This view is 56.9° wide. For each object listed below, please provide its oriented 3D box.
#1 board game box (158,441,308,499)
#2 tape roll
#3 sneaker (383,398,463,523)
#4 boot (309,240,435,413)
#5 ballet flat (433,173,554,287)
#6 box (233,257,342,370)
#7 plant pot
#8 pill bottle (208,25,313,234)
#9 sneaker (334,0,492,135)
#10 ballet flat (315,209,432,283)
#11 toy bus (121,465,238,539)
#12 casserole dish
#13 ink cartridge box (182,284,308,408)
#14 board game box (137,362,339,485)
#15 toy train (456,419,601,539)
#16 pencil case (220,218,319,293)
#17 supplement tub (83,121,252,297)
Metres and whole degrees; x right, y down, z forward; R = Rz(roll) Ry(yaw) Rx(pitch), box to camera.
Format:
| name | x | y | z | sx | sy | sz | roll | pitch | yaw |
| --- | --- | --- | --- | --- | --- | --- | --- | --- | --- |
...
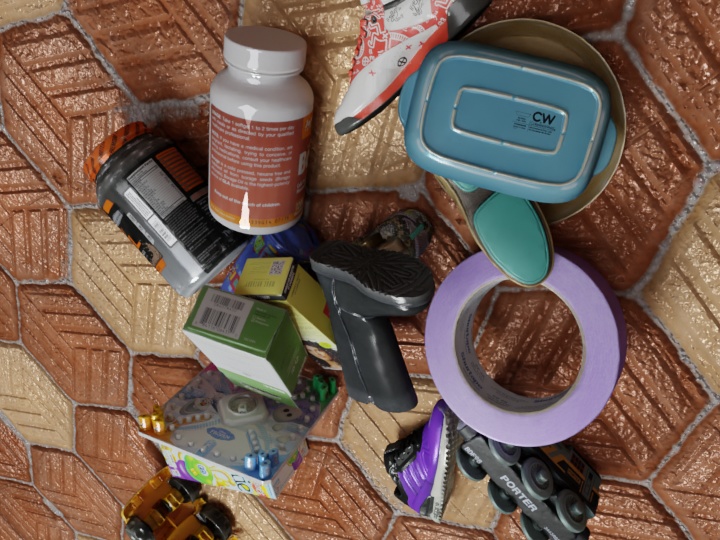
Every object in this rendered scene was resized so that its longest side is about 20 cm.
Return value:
| name | x | y | z | sx | sy | sz | roll | pitch | yaw |
| --- | --- | --- | --- | --- | --- | --- | --- | --- | --- |
| board game box | -0.196 | 0.256 | 1.008 | 0.197 | 0.105 | 0.105 | 1 | 119 | 28 |
| tape roll | 0.169 | 0.073 | 0.689 | 0.197 | 0.065 | 0.204 | 2 | 95 | 27 |
| sneaker | 0.077 | 0.246 | 0.880 | 0.098 | 0.070 | 0.203 | 17 | 123 | 21 |
| boot | 0.028 | 0.077 | 0.715 | 0.164 | 0.065 | 0.203 | 24 | 135 | 46 |
| ballet flat | 0.121 | -0.076 | 0.641 | 0.068 | 0.063 | 0.201 | -33 | 92 | 12 |
| box | -0.059 | 0.058 | 0.794 | 0.074 | 0.051 | 0.200 | -1 | 147 | 34 |
| plant pot | 0.154 | -0.140 | 0.645 | 0.197 | 0.028 | 0.203 | 13 | 123 | 21 |
| pill bottle | -0.109 | -0.151 | 0.723 | 0.111 | 0.112 | 0.203 | 21 | 125 | 16 |
| sneaker | 0.020 | -0.230 | 0.640 | 0.201 | 0.067 | 0.108 | -38 | 95 | 34 |
| ballet flat | 0.000 | 0.000 | 0.780 | 0.072 | 0.072 | 0.200 | 48 | 128 | -5 |
| toy bus | -0.346 | 0.476 | 1.213 | 0.201 | 0.136 | 0.192 | 50 | 144 | -3 |
| casserole dish | 0.128 | -0.130 | 0.581 | 0.197 | 0.039 | 0.123 | 15 | 101 | 5 |
| ink cartridge box | -0.125 | 0.096 | 0.789 | 0.102 | 0.060 | 0.201 | 16 | 156 | 14 |
| board game box | -0.155 | 0.177 | 0.879 | 0.197 | 0.200 | 0.026 | 14 | 120 | 20 |
| toy train | 0.196 | 0.227 | 0.777 | 0.200 | 0.114 | 0.085 | 45 | 132 | -1 |
| pencil case | -0.123 | 0.013 | 0.847 | 0.200 | 0.086 | 0.079 | -51 | 52 | 37 |
| supplement tub | -0.240 | -0.077 | 0.829 | 0.201 | 0.123 | 0.122 | 49 | 128 | -4 |
